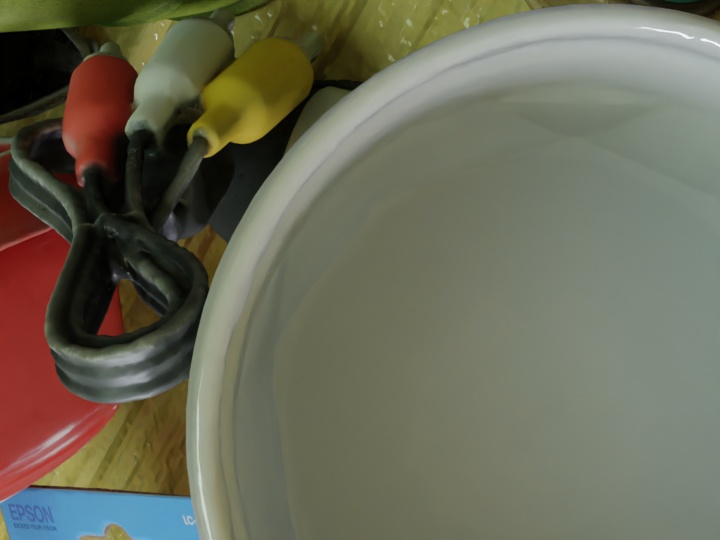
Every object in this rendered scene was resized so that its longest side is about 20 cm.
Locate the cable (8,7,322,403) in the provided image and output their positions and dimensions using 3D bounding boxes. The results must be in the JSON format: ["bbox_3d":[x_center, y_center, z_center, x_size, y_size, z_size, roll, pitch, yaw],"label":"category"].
[{"bbox_3d":[-0.071,-0.025,0.761,0.097,0.200,0.051,-5,112,11],"label":"cable"}]

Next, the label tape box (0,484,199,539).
[{"bbox_3d":[-0.042,0.161,0.930,0.144,0.063,0.201,-2,105,49],"label":"label tape box"}]

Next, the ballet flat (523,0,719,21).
[{"bbox_3d":[0.029,-0.128,0.728,0.200,0.068,0.063,56,154,17],"label":"ballet flat"}]

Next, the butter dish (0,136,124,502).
[{"bbox_3d":[-0.163,0.044,0.897,0.200,0.199,0.149,4,112,57],"label":"butter dish"}]

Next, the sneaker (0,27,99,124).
[{"bbox_3d":[-0.167,-0.080,0.874,0.082,0.200,0.075,9,102,36],"label":"sneaker"}]

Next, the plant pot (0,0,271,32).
[{"bbox_3d":[-0.135,-0.153,0.799,0.200,0.192,0.201,22,121,41],"label":"plant pot"}]

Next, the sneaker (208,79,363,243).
[{"bbox_3d":[0.000,0.000,0.797,0.200,0.088,0.074,27,126,41],"label":"sneaker"}]

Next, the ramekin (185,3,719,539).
[{"bbox_3d":[0.053,0.037,0.672,0.105,0.199,0.201,177,73,-83],"label":"ramekin"}]
